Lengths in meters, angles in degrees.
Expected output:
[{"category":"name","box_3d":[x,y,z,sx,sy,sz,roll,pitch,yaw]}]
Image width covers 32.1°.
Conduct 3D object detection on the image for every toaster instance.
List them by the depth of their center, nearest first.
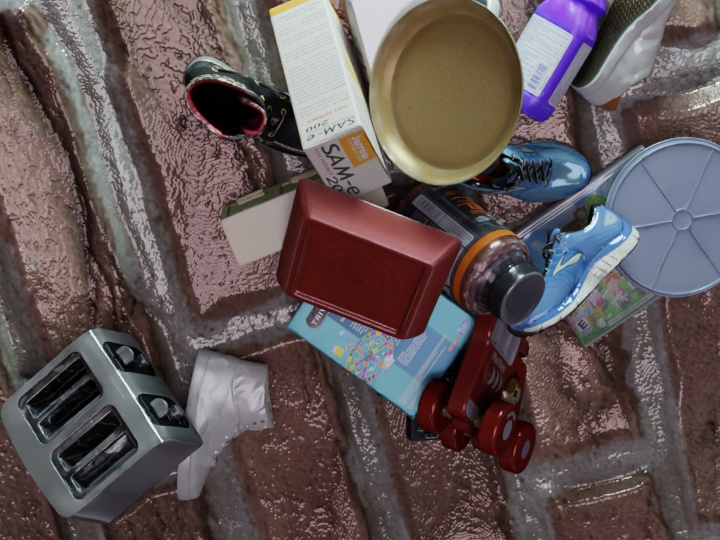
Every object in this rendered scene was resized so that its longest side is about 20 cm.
[{"category":"toaster","box_3d":[-0.324,0.195,1.536,0.199,0.119,0.182,-39,70,4]}]

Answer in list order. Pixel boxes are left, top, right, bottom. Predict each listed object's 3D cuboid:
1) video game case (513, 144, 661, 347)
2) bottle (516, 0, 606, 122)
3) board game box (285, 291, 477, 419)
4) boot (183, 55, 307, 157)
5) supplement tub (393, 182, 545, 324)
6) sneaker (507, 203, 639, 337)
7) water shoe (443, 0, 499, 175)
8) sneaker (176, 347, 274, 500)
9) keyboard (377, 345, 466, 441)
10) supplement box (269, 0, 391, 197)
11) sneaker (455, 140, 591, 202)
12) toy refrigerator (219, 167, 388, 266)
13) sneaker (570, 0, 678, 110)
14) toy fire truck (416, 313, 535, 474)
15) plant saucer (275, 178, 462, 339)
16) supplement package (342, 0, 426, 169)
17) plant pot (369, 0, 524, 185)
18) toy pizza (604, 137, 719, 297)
[{"category":"video game case","box_3d":[0.322,-0.029,1.602,0.199,0.022,0.183,-34,104,5]},{"category":"bottle","box_3d":[0.239,-0.281,1.499,0.065,0.083,0.202,17,107,-51]},{"category":"board game box","box_3d":[0.029,0.064,1.577,0.199,0.047,0.152,36,99,-1]},{"category":"boot","box_3d":[-0.121,-0.181,1.465,0.198,0.151,0.074,30,101,-11]},{"category":"supplement tub","box_3d":[0.130,-0.019,1.495,0.106,0.200,0.108,-25,137,-27]},{"category":"sneaker","box_3d":[0.244,0.000,1.523,0.089,0.079,0.200,44,80,3]},{"category":"water shoe","box_3d":[0.132,-0.208,1.408,0.078,0.071,0.203,3,104,-37]},{"category":"sneaker","box_3d":[-0.170,0.208,1.607,0.114,0.074,0.203,11,103,-3]},{"category":"keyboard","box_3d":[0.076,0.125,1.628,0.125,0.021,0.204,0,104,-3]},{"category":"supplement box","box_3d":[-0.035,-0.198,1.425,0.072,0.202,0.126,-20,150,9]},{"category":"sneaker","box_3d":[0.188,-0.116,1.535,0.196,0.090,0.080,3,105,-5]},{"category":"toy refrigerator","box_3d":[-0.070,-0.081,1.535,0.197,0.076,0.071,-22,105,3]},{"category":"sneaker","box_3d":[0.338,-0.286,1.521,0.084,0.073,0.201,31,100,-35]},{"category":"toy fire truck","box_3d":[0.166,0.148,1.568,0.111,0.200,0.170,17,76,30]},{"category":"plant saucer","box_3d":[0.000,0.000,1.464,0.197,0.037,0.201,20,143,1]},{"category":"supplement package","box_3d":[0.062,-0.241,1.477,0.119,0.120,0.203,-16,106,-1]},{"category":"plant pot","box_3d":[0.096,-0.194,1.362,0.198,0.027,0.204,2,94,36]},{"category":"toy pizza","box_3d":[0.399,-0.067,1.571,0.196,0.032,0.204,-1,103,-5]}]
